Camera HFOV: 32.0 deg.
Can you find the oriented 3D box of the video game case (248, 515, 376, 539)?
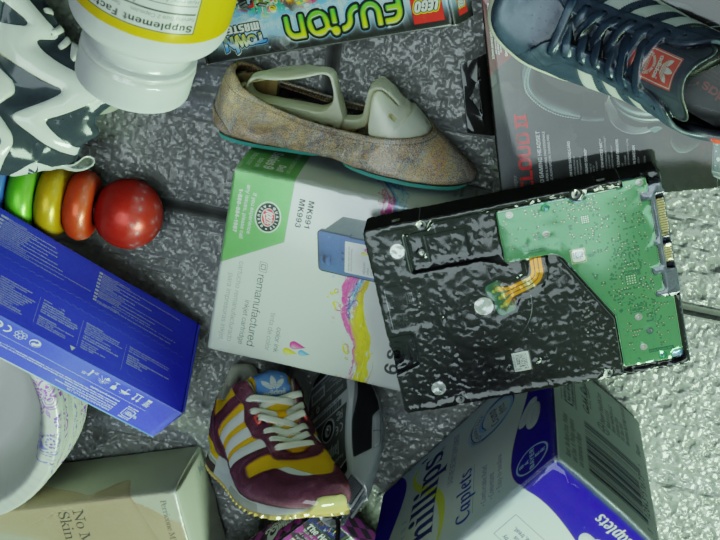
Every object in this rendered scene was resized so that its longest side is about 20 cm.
[{"bbox_3d":[-0.030,0.294,1.044,0.181,0.036,0.200,-39,111,20],"label":"video game case"}]

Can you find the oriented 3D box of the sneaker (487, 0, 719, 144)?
[{"bbox_3d":[0.173,-0.132,0.771,0.200,0.085,0.075,19,111,2],"label":"sneaker"}]

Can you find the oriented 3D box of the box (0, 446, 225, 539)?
[{"bbox_3d":[-0.224,0.214,1.046,0.200,0.078,0.095,-10,107,13],"label":"box"}]

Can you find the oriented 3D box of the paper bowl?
[{"bbox_3d":[-0.316,0.090,1.004,0.200,0.104,0.201,3,110,8],"label":"paper bowl"}]

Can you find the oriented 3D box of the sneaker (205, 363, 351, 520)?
[{"bbox_3d":[-0.066,0.123,0.932,0.075,0.200,0.090,3,95,-29],"label":"sneaker"}]

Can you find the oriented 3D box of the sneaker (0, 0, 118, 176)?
[{"bbox_3d":[-0.225,-0.163,0.921,0.129,0.079,0.200,7,81,-23],"label":"sneaker"}]

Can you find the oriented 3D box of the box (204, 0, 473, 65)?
[{"bbox_3d":[-0.029,-0.210,0.858,0.200,0.035,0.110,-4,109,28],"label":"box"}]

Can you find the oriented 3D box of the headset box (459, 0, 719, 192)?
[{"bbox_3d":[0.170,-0.130,0.859,0.200,0.077,0.149,-4,108,9],"label":"headset box"}]

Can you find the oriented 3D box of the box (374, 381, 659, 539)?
[{"bbox_3d":[0.107,0.185,0.922,0.105,0.184,0.200,41,110,-8],"label":"box"}]

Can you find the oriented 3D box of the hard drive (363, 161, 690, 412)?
[{"bbox_3d":[0.113,0.013,0.854,0.200,0.038,0.140,-12,108,9],"label":"hard drive"}]

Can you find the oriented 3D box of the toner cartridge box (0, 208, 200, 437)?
[{"bbox_3d":[-0.217,0.037,0.936,0.200,0.095,0.043,33,127,-26],"label":"toner cartridge box"}]

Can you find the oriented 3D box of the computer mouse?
[{"bbox_3d":[-0.004,0.154,0.944,0.044,0.200,0.110,18,140,-25],"label":"computer mouse"}]

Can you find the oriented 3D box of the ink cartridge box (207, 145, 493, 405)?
[{"bbox_3d":[0.000,0.000,0.928,0.200,0.088,0.146,13,111,2],"label":"ink cartridge box"}]

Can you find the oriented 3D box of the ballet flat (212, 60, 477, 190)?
[{"bbox_3d":[-0.010,-0.109,0.900,0.200,0.068,0.067,12,120,4],"label":"ballet flat"}]

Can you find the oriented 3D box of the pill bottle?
[{"bbox_3d":[-0.130,-0.207,0.819,0.111,0.111,0.200,24,128,1],"label":"pill bottle"}]

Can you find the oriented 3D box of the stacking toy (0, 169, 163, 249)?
[{"bbox_3d":[-0.249,-0.060,0.960,0.200,0.085,0.086,9,111,0],"label":"stacking toy"}]
